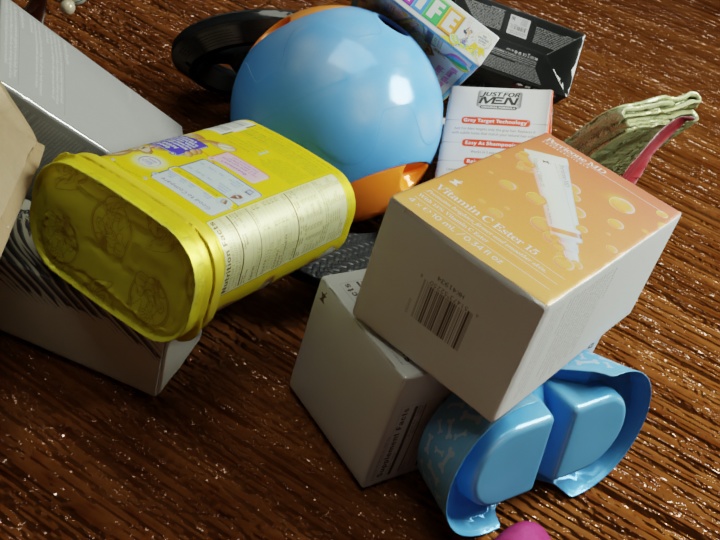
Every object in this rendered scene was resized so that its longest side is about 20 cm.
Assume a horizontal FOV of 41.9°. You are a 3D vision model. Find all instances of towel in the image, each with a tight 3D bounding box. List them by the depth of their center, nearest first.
[{"bbox_3d":[0.251,-0.123,0.994,0.148,0.200,0.037,-12,72,-37],"label":"towel"}]

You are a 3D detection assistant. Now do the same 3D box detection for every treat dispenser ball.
[{"bbox_3d":[-0.022,-0.145,0.883,0.199,0.202,0.201,12,35,-9],"label":"treat dispenser ball"}]

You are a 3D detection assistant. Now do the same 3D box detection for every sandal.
[{"bbox_3d":[0.000,0.000,0.843,0.075,0.045,0.199,44,28,25],"label":"sandal"}]

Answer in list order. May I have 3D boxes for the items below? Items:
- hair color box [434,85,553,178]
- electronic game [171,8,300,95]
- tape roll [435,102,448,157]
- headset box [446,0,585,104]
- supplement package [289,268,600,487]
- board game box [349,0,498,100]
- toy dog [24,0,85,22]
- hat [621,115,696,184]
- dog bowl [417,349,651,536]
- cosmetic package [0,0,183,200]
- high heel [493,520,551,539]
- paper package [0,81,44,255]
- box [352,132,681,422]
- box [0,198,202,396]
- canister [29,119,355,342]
[{"bbox_3d":[0.119,-0.071,0.869,0.101,0.061,0.201,6,65,14],"label":"hair color box"},{"bbox_3d":[-0.101,-0.230,1.005,0.199,0.200,0.042,1,81,-23],"label":"electronic game"},{"bbox_3d":[0.103,-0.156,1.045,0.201,0.037,0.203,7,18,-2],"label":"tape roll"},{"bbox_3d":[0.146,-0.237,1.082,0.148,0.078,0.200,18,-4,-8],"label":"headset box"},{"bbox_3d":[0.065,0.064,0.715,0.199,0.110,0.114,-10,43,-34],"label":"supplement package"},{"bbox_3d":[0.050,-0.232,0.936,0.134,0.034,0.200,37,-6,-5],"label":"board game box"},{"bbox_3d":[-0.394,-0.282,0.991,0.199,0.097,0.132,-4,-12,18],"label":"toy dog"},{"bbox_3d":[0.196,-0.067,0.893,0.165,0.177,0.200,25,35,7],"label":"hat"},{"bbox_3d":[0.124,0.116,0.674,0.199,0.112,0.050,-11,35,-35],"label":"dog bowl"},{"bbox_3d":[-0.231,-0.108,0.746,0.200,0.090,0.107,40,26,-45],"label":"cosmetic package"},{"bbox_3d":[0.090,0.199,0.553,0.067,0.096,0.200,28,36,15],"label":"high heel"},{"bbox_3d":[-0.319,-0.026,0.573,0.199,0.104,0.191,-19,39,15],"label":"paper package"},{"bbox_3d":[0.111,-0.006,0.648,0.124,0.098,0.200,36,38,24],"label":"box"},{"bbox_3d":[-0.218,0.011,0.696,0.199,0.069,0.082,21,33,5],"label":"box"},{"bbox_3d":[-0.111,-0.040,0.684,0.148,0.087,0.200,31,31,20],"label":"canister"}]
